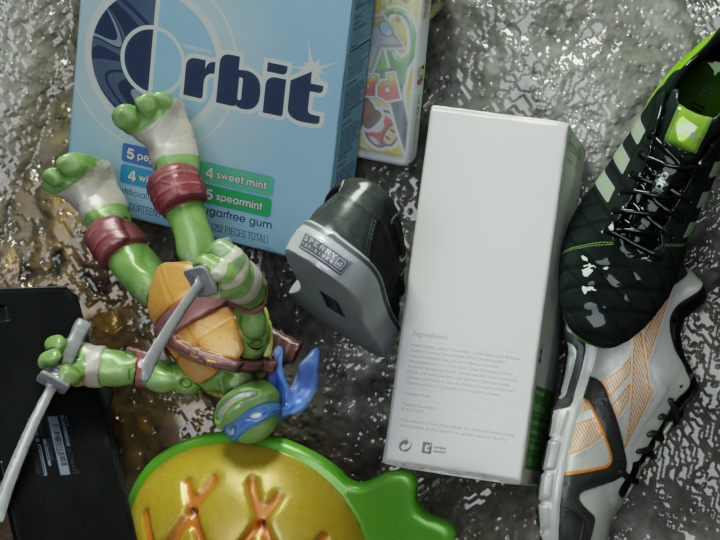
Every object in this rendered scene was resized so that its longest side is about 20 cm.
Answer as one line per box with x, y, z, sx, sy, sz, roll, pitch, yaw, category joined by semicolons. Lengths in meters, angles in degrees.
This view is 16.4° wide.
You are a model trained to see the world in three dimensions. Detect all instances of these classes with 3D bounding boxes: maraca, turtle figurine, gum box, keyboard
-0.042;0.160;1.425;0.198;0.107;0.138;6;110;16;maraca
-0.124;0.007;1.385;0.199;0.144;0.195;-13;65;-25;turtle figurine
-0.081;-0.120;1.453;0.169;0.045;0.202;14;111;16;gum box
-0.194;0.102;1.400;0.021;0.126;0.201;-39;59;47;keyboard

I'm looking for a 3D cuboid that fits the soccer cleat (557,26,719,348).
0.164;-0.051;1.383;0.067;0.081;0.201;26;65;4;soccer cleat

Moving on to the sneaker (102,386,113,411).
-0.252;0.080;1.469;0.199;0.116;0.076;-22;49;9;sneaker

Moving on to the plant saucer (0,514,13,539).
-0.248;0.164;1.466;0.199;0.037;0.202;-3;119;-6;plant saucer

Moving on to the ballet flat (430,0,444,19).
-0.026;-0.223;1.484;0.075;0.068;0.201;-33;82;12;ballet flat

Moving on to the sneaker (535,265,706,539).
0.147;0.084;1.413;0.079;0.074;0.202;9;87;11;sneaker

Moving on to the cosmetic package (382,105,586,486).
0.071;0.017;1.418;0.084;0.108;0.202;8;88;12;cosmetic package

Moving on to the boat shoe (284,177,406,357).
0.000;0.000;1.391;0.068;0.200;0.057;33;81;8;boat shoe

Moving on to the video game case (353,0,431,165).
-0.055;-0.167;1.464;0.198;0.023;0.184;11;111;16;video game case
